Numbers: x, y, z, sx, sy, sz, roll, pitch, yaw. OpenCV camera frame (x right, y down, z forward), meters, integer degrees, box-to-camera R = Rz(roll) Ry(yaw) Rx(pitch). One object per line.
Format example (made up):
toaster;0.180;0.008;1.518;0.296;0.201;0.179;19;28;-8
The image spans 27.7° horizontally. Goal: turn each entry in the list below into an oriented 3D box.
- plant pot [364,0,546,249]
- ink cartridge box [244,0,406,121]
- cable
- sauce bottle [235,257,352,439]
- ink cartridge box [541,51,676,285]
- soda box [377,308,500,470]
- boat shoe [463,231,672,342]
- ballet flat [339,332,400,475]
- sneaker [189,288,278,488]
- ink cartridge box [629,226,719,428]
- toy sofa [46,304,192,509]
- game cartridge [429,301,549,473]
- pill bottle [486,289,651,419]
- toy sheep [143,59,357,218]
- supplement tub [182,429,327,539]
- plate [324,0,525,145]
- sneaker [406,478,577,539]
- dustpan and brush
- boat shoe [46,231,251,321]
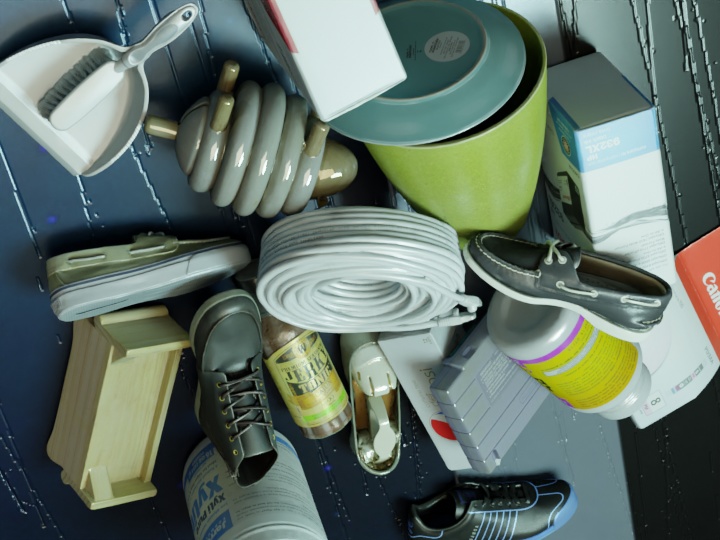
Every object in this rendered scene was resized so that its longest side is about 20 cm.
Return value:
plant pot;0.096;-0.116;1.379;0.186;0.188;0.200;-23;138;-3
ink cartridge box;-0.050;-0.238;1.240;0.083;0.200;0.146;-28;123;-3
cable;0.000;0.000;1.383;0.199;0.070;0.200;-9;155;21
sauce bottle;-0.071;0.080;1.489;0.064;0.065;0.201;-26;117;-1
ink cartridge box;0.237;-0.090;1.438;0.083;0.145;0.201;-18;122;-5
soda box;0.091;0.119;1.546;0.063;0.068;0.200;-11;126;27
boat shoe;0.195;0.003;1.370;0.199;0.074;0.060;24;129;-3
ballet flat;0.019;0.128;1.544;0.067;0.064;0.201;-10;120;-11
sneaker;-0.113;0.115;1.419;0.074;0.106;0.201;-17;139;-20
ink cartridge box;0.357;0.063;1.618;0.199;0.057;0.163;-29;122;7
toy sofa;-0.243;0.130;1.469;0.083;0.098;0.201;-7;123;-41
game cartridge;0.155;0.096;1.527;0.200;0.038;0.130;-49;123;-29
pill bottle;0.221;0.080;1.495;0.104;0.104;0.200;-43;132;9
toy sheep;-0.099;-0.115;1.339;0.199;0.138;0.138;17;113;-8
supplement tub;-0.107;0.263;1.502;0.131;0.200;0.133;-7;120;-12
plate;0.047;-0.188;1.296;0.199;0.201;0.026;-20;137;-5
sneaker;0.149;0.272;1.659;0.199;0.070;0.078;-20;129;-4
dustpan and brush;-0.224;-0.178;1.304;0.200;0.057;0.140;-40;121;8
boat shoe;-0.203;-0.007;1.403;0.199;0.072;0.062;-14;78;-21
